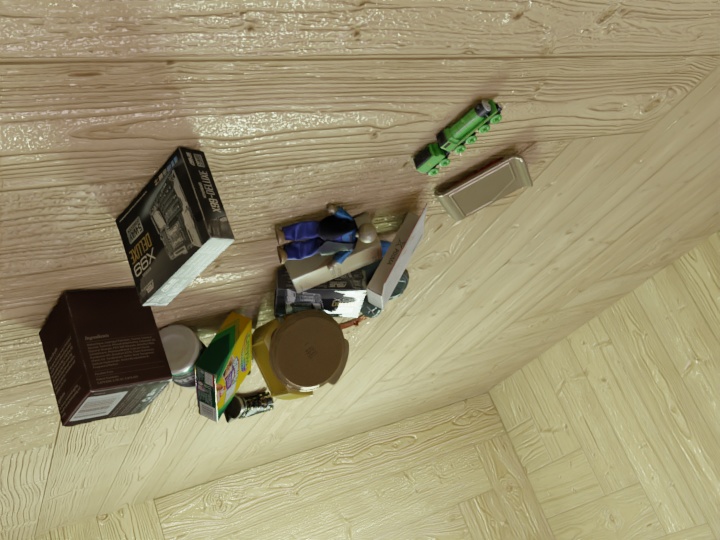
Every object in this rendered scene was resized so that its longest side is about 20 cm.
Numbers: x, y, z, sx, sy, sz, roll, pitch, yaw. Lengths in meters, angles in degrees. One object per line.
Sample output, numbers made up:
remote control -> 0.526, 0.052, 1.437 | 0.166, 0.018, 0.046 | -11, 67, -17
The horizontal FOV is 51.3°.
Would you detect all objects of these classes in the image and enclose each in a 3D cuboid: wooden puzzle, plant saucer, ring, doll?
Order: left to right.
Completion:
plant saucer -> -0.205, 0.228, 1.812 | 0.048, 0.202, 0.200 | -26, 179, -26
doll -> -0.064, -0.061, 1.468 | 0.198, 0.049, 0.138 | -11, 117, -12
ring -> -0.028, 0.128, 2.085 | 0.198, 0.019, 0.201 | -20, 160, -8
wooden puzzle -> 0.268, -0.182, 1.628 | 0.198, 0.038, 0.185 | -24, 160, 13

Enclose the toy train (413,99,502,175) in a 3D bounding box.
toy train -> 0.174, -0.243, 1.367 | 0.056, 0.042, 0.200 | 12, 140, -41

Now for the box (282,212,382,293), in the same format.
box -> -0.059, -0.035, 1.563 | 0.198, 0.078, 0.095 | -23, 161, -3

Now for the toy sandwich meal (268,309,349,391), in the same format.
toy sandwich meal -> -0.119, 0.178, 1.700 | 0.203, 0.208, 0.070 | -14, -167, -23

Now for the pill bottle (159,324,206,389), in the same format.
pill bottle -> -0.405, 0.206, 1.732 | 0.112, 0.114, 0.200 | -21, 160, -5

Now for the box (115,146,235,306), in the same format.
box -> -0.286, -0.062, 1.140 | 0.199, 0.159, 0.049 | -37, 156, 34

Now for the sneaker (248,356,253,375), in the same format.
sneaker -> -0.316, 0.240, 1.944 | 0.076, 0.089, 0.200 | -14, 158, -23

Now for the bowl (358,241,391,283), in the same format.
bowl -> 0.000, 0.000, 1.771 | 0.199, 0.040, 0.201 | -21, 160, -8

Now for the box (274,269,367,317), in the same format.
box -> -0.093, 0.053, 1.684 | 0.197, 0.050, 0.158 | 1, 154, -9

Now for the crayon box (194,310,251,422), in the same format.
crayon box -> -0.316, 0.225, 1.749 | 0.201, 0.058, 0.173 | 100, 16, -48

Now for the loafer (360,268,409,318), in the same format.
loafer -> 0.057, 0.041, 1.812 | 0.071, 0.063, 0.200 | 29, 138, -11

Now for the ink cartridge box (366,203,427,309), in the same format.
ink cartridge box -> 0.077, -0.036, 1.596 | 0.201, 0.044, 0.176 | -61, 169, -17

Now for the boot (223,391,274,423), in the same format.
boot -> -0.350, 0.429, 2.394 | 0.149, 0.074, 0.200 | -12, 160, -26

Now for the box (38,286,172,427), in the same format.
box -> -0.481, 0.159, 1.410 | 0.163, 0.202, 0.166 | -4, 153, -42

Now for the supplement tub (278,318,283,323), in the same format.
supplement tub -> -0.135, 0.154, 1.856 | 0.139, 0.142, 0.200 | -19, 159, -11
